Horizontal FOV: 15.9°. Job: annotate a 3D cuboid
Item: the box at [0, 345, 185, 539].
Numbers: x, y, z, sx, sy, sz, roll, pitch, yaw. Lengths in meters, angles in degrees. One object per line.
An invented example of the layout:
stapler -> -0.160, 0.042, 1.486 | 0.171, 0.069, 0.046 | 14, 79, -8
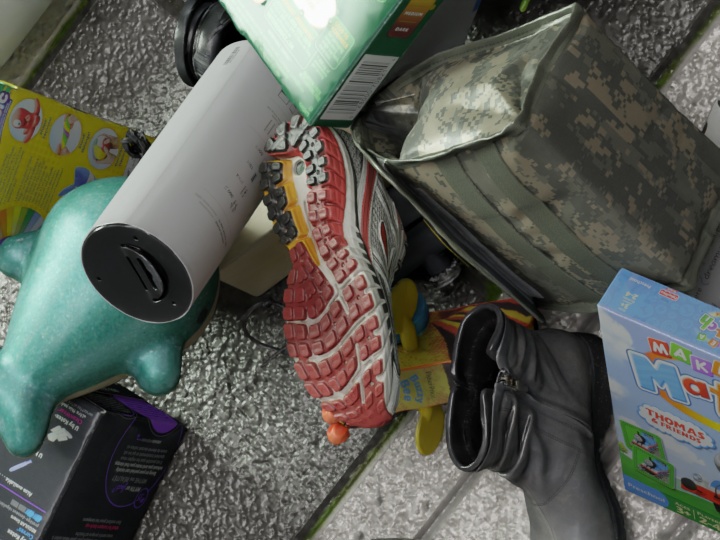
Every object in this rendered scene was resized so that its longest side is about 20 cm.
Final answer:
box -> -0.228, 0.167, 1.783 | 0.106, 0.122, 0.201 | 28, 94, 26

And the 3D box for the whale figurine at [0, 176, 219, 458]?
whale figurine -> -0.183, 0.025, 1.687 | 0.159, 0.104, 0.200 | 40, 74, 17

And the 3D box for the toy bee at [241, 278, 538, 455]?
toy bee -> 0.018, 0.073, 1.685 | 0.199, 0.131, 0.109 | -22, 31, 27

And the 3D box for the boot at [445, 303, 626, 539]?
boot -> 0.102, 0.127, 1.620 | 0.070, 0.131, 0.201 | -14, 74, 38

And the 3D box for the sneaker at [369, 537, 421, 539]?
sneaker -> -0.039, 0.216, 1.700 | 0.199, 0.087, 0.074 | -12, 68, 24

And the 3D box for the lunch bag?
lunch bag -> 0.100, -0.055, 1.573 | 0.200, 0.164, 0.118 | -15, 39, 52

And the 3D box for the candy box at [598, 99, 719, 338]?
candy box -> 0.275, 0.013, 1.595 | 0.199, 0.071, 0.168 | 29, 95, 26

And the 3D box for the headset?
headset -> -0.086, -0.146, 1.776 | 0.123, 0.094, 0.200 | 36, 86, 29

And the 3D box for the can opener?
can opener -> 0.089, -0.051, 1.696 | 0.199, 0.063, 0.079 | -29, 91, 17

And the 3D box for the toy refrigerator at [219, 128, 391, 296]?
toy refrigerator -> -0.023, -0.073, 1.753 | 0.200, 0.070, 0.076 | -36, 62, 16

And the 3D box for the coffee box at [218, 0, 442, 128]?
coffee box -> 0.004, -0.198, 1.577 | 0.200, 0.044, 0.123 | -54, 56, 28

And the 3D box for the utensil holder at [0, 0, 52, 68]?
utensil holder -> -0.282, -0.246, 1.848 | 0.170, 0.170, 0.200 | 42, 103, 24

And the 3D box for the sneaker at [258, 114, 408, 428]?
sneaker -> 0.000, 0.000, 1.605 | 0.078, 0.082, 0.201 | -24, 66, 41

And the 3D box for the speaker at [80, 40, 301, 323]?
speaker -> -0.100, -0.058, 1.641 | 0.081, 0.082, 0.200 | 5, 42, 26

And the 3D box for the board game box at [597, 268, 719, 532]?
board game box -> 0.222, 0.095, 1.543 | 0.151, 0.201, 0.037 | 24, 60, 27

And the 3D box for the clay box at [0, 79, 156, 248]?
clay box -> -0.220, -0.060, 1.768 | 0.047, 0.200, 0.116 | 23, 92, 39

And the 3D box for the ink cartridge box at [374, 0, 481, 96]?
ink cartridge box -> -0.011, -0.222, 1.678 | 0.200, 0.084, 0.145 | 38, 115, 35

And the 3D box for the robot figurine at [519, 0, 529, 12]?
robot figurine -> 0.133, -0.271, 1.680 | 0.174, 0.116, 0.201 | -7, 79, 14
